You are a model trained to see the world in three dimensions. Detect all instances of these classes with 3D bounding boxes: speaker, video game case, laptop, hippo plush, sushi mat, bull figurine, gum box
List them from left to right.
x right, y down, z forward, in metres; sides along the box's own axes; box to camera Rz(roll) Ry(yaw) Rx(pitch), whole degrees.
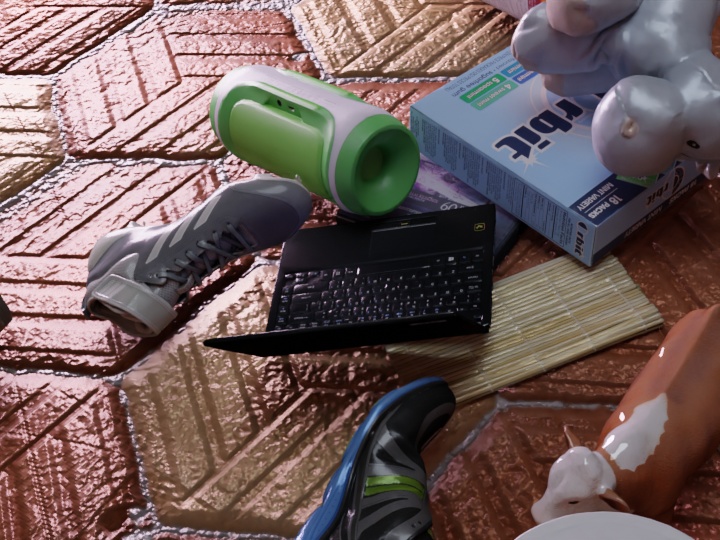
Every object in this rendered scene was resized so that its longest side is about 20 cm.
[{"bbox_3d":[-0.042,-0.111,1.054,0.088,0.089,0.199,-34,39,-25],"label":"speaker"},{"bbox_3d":[0.000,0.000,0.911,0.175,0.104,0.202,-6,45,15],"label":"laptop"},{"bbox_3d":[0.091,-0.080,1.063,0.141,0.019,0.200,20,51,28],"label":"video game case"},{"bbox_3d":[0.115,0.040,0.932,0.198,0.012,0.096,-20,43,-11],"label":"sushi mat"},{"bbox_3d":[0.166,-0.108,1.032,0.169,0.045,0.199,-32,53,-28],"label":"gum box"},{"bbox_3d":[0.176,0.107,0.766,0.065,0.123,0.200,25,52,33],"label":"bull figurine"},{"bbox_3d":[0.225,-0.140,0.961,0.197,0.160,0.163,-14,71,-7],"label":"hippo plush"}]

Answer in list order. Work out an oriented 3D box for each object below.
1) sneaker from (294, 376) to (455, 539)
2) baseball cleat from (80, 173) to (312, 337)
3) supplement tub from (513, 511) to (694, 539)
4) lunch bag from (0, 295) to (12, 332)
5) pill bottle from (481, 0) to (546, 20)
[{"bbox_3d":[0.016,0.152,0.797,0.082,0.071,0.201,21,50,11],"label":"sneaker"},{"bbox_3d":[-0.125,-0.004,0.972,0.198,0.070,0.108,-19,45,26],"label":"baseball cleat"},{"bbox_3d":[0.114,0.222,0.594,0.142,0.202,0.146,-5,42,5],"label":"supplement tub"},{"bbox_3d":[-0.393,0.038,0.954,0.197,0.119,0.165,8,45,27],"label":"lunch bag"},{"bbox_3d":[0.157,-0.299,1.218,0.109,0.111,0.199,-32,47,-23],"label":"pill bottle"}]
